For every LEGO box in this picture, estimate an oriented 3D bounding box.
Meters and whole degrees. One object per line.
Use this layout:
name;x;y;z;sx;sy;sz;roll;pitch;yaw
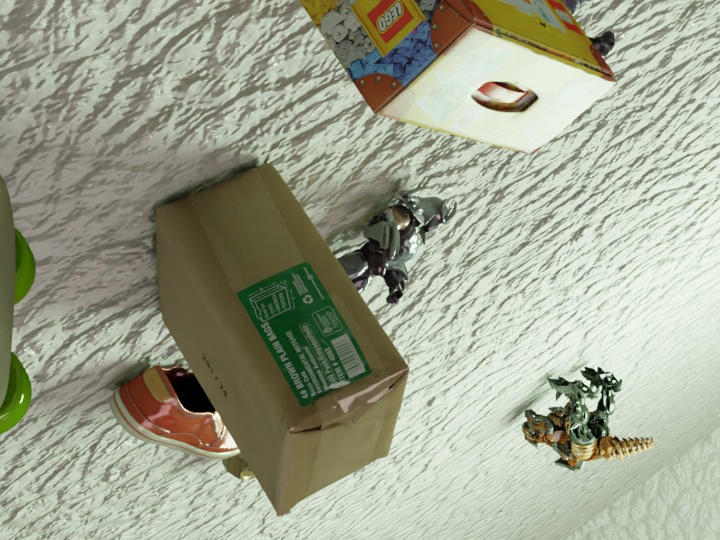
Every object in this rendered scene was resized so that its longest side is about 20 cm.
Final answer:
LEGO box;0.047;-0.157;0.956;0.077;0.149;0.200;-41;158;22

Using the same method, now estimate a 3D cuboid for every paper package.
paper package;-0.064;0.052;1.204;0.103;0.200;0.191;-26;158;-16

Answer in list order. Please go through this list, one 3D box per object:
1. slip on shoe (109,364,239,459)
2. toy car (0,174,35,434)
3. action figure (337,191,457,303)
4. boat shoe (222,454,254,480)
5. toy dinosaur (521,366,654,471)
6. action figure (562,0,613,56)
slip on shoe;-0.142;0.121;1.443;0.061;0.074;0.200;-41;154;15
toy car;-0.299;0.014;0.926;0.199;0.159;0.164;-3;159;-1
action figure;0.000;0.000;1.372;0.200;0.069;0.130;-35;155;-2
boat shoe;-0.080;0.164;1.635;0.073;0.063;0.200;-17;155;-37
toy dinosaur;0.305;0.206;2.178;0.199;0.136;0.102;5;-168;23
action figure;0.150;-0.198;1.103;0.200;0.069;0.130;-38;153;4
